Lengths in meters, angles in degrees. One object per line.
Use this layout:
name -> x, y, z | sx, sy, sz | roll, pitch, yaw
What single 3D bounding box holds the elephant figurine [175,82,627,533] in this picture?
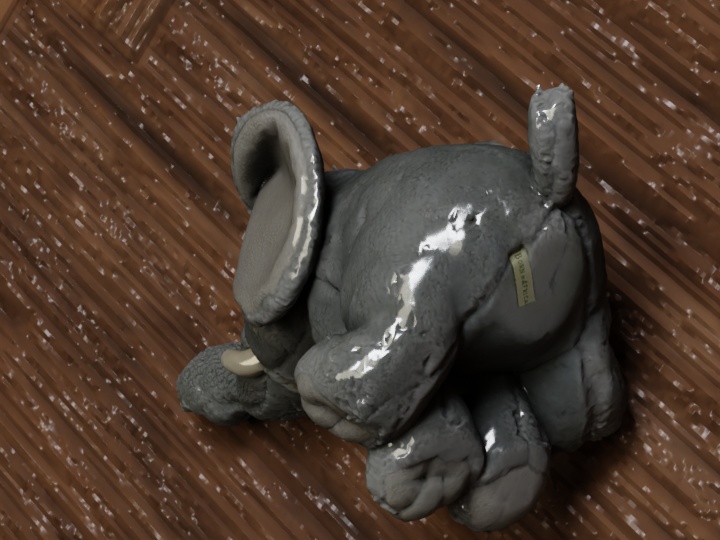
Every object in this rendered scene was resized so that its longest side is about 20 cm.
elephant figurine -> 0.000, 0.000, 0.985 | 0.155, 0.142, 0.200 | -41, 37, -8
